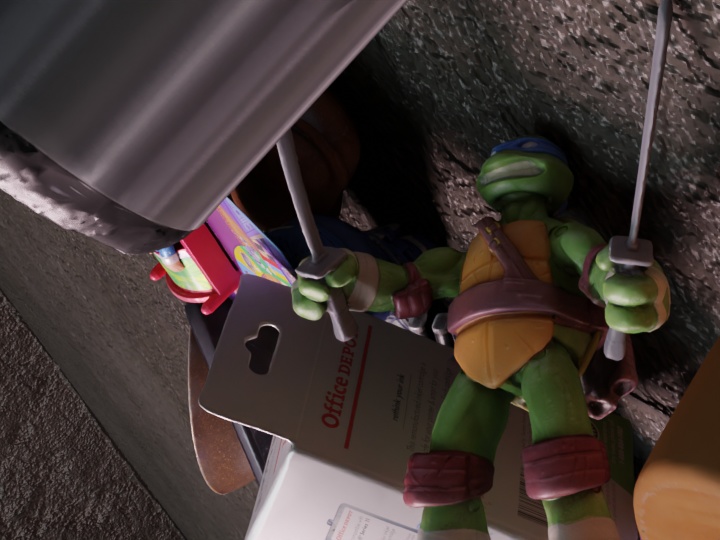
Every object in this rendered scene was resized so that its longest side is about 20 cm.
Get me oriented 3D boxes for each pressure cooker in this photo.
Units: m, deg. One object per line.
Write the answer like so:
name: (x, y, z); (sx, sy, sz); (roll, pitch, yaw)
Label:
pressure cooker: (-0.064, -0.130, 0.503); (0.176, 0.200, 0.179); (43, -171, -9)

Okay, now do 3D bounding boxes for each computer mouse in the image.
computer mouse: (-0.040, 0.098, 0.880); (0.138, 0.053, 0.201); (-158, 45, -81)

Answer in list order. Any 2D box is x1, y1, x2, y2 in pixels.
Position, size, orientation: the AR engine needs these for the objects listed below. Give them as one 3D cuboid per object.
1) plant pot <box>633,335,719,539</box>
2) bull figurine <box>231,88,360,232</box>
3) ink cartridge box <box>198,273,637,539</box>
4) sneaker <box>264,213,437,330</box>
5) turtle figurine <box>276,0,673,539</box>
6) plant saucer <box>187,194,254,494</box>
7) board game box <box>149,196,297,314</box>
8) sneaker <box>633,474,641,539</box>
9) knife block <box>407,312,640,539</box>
plant pot: (0.167, 0.058, 0.403); (0.200, 0.140, 0.200); (45, 165, 16)
bull figurine: (-0.047, -0.061, 0.848); (0.122, 0.065, 0.200); (55, 160, 5)
ink cartridge box: (0.020, 0.088, 0.695); (0.199, 0.117, 0.067); (23, 121, -5)
sneaker: (0.000, 0.000, 0.817); (0.075, 0.088, 0.200); (51, 171, 10)
turtle figurine: (0.039, 0.027, 0.576); (0.200, 0.143, 0.195); (76, -166, -74)
plant saucer: (-0.066, 0.045, 1.004); (0.034, 0.201, 0.201); (4, 150, 11)
board game box: (-0.109, -0.027, 0.771); (0.200, 0.039, 0.158); (45, 164, 0)
sneaker: (0.159, 0.126, 0.717); (0.089, 0.080, 0.200); (61, 172, 14)
knife block: (0.059, 0.122, 0.836); (0.175, 0.064, 0.200); (40, 131, 1)
